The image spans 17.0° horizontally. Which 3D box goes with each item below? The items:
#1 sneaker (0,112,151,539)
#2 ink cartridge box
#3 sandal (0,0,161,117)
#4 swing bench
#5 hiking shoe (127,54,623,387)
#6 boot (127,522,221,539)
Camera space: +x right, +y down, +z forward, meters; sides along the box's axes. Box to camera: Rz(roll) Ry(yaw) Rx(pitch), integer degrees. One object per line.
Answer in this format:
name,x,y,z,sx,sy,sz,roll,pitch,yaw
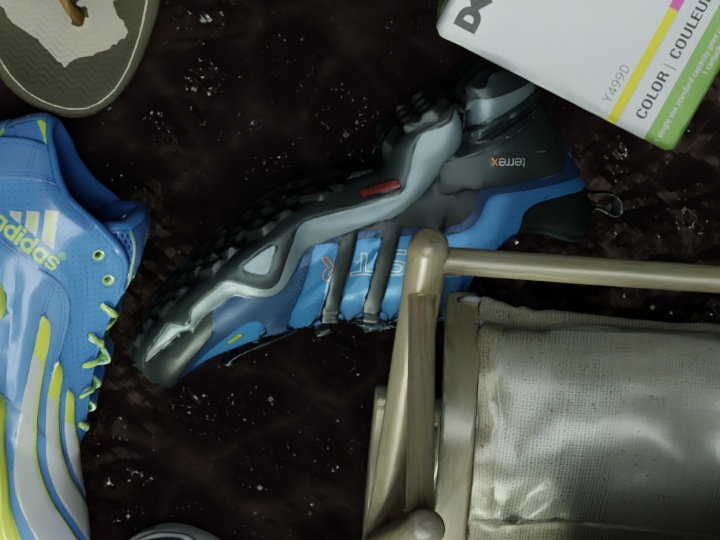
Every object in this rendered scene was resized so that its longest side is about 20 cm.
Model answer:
sneaker,-0.126,0.028,0.968,0.105,0.076,0.200,-16,105,13
ink cartridge box,0.061,-0.158,0.904,0.200,0.076,0.148,26,107,-7
sandal,-0.105,-0.155,0.924,0.080,0.054,0.200,16,107,-2
swing bench,0.105,0.088,0.933,0.199,0.200,0.130,5,64,-4
hiking shoe,0.000,0.000,0.957,0.200,0.074,0.087,-33,102,12
boot,-0.023,0.185,1.007,0.200,0.090,0.073,29,106,-6
